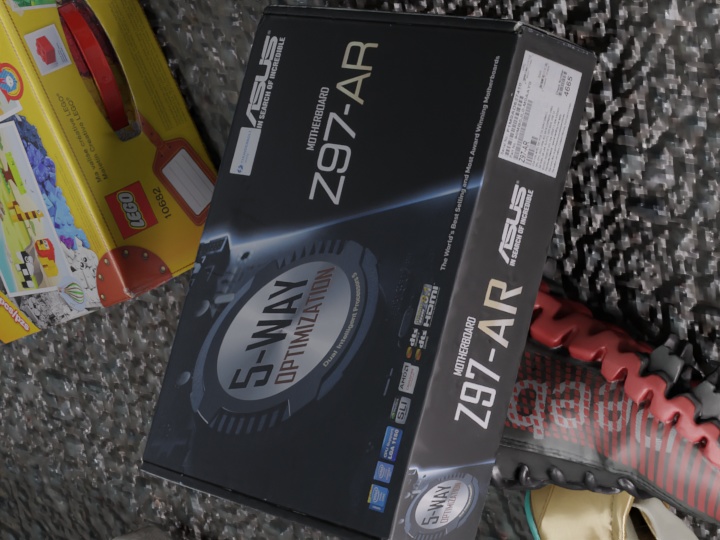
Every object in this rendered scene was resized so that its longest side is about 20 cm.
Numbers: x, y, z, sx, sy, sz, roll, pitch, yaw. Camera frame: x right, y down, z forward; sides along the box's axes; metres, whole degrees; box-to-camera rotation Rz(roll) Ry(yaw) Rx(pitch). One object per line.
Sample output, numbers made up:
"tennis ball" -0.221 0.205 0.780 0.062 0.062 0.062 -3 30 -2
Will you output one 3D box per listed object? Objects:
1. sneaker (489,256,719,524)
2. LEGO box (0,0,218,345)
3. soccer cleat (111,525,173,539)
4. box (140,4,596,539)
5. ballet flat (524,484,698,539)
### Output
"sneaker" 0.081 0.058 0.938 0.200 0.071 0.098 32 97 32
"LEGO box" -0.160 -0.076 1.126 0.149 0.077 0.200 -19 97 49
"soccer cleat" -0.105 0.219 1.254 0.086 0.070 0.200 46 137 41
"box" 0.000 0.000 0.939 0.160 0.044 0.200 12 86 50
"ballet flat" 0.128 0.164 0.979 0.063 0.069 0.200 -19 99 35
